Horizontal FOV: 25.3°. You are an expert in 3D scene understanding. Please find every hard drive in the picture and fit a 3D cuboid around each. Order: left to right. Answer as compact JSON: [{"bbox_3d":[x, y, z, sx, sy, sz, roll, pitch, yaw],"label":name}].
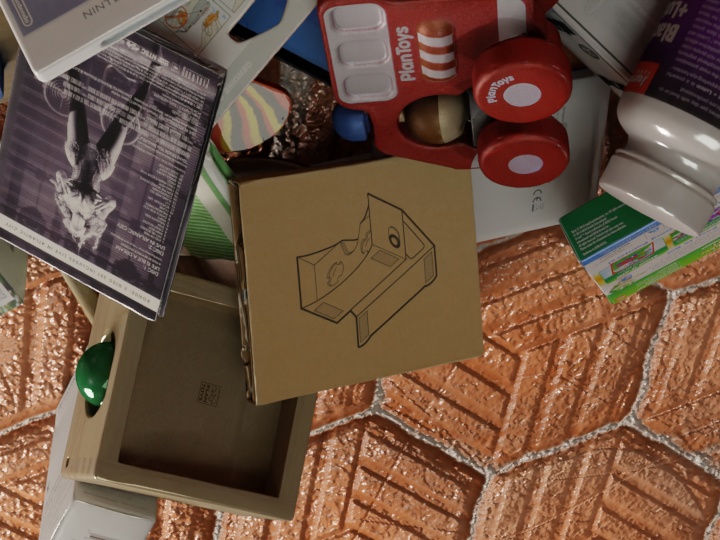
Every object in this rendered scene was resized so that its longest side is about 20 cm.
[{"bbox_3d":[0.102,-0.085,1.278,0.198,0.025,0.133,-12,125,-21],"label":"hard drive"}]

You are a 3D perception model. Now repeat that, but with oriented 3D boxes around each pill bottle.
[{"bbox_3d":[0.252,-0.131,1.146,0.111,0.111,0.201,27,91,-27],"label":"pill bottle"}]

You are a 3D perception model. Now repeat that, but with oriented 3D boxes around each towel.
[{"bbox_3d":[-0.172,-0.055,1.200,0.198,0.024,0.153,3,151,24],"label":"towel"}]

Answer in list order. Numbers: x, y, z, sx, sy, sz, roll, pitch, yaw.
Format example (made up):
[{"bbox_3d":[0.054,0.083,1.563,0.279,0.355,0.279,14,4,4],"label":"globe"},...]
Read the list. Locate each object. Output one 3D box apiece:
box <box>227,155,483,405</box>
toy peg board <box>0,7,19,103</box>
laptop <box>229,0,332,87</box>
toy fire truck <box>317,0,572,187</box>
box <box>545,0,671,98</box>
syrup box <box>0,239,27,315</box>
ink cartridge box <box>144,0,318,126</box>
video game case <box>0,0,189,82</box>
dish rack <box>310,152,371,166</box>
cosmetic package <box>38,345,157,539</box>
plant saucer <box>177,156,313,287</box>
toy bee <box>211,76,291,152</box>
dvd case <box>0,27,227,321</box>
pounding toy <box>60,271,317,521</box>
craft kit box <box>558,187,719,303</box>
[{"bbox_3d":[0.000,0.000,1.185,0.198,0.021,0.165,-10,102,-29],"label":"box"},{"bbox_3d":[-0.348,-0.166,1.118,0.198,0.098,0.200,-16,126,1],"label":"toy peg board"},{"bbox_3d":[0.026,-0.233,1.140,0.176,0.104,0.200,24,125,-26],"label":"laptop"},{"bbox_3d":[0.059,-0.137,1.109,0.166,0.113,0.201,-2,150,5],"label":"toy fire truck"},{"bbox_3d":[0.213,-0.197,1.207,0.199,0.060,0.117,35,87,-30],"label":"box"},{"bbox_3d":[-0.365,0.023,1.259,0.199,0.082,0.079,-28,124,9],"label":"syrup box"},{"bbox_3d":[-0.108,-0.215,1.082,0.173,0.044,0.200,41,93,1],"label":"ink cartridge box"},{"bbox_3d":[-0.171,-0.250,1.041,0.181,0.201,0.023,-29,166,2],"label":"video game case"},{"bbox_3d":[-0.010,0.003,1.340,0.170,0.044,0.201,-12,127,-3],"label":"dish rack"},{"bbox_3d":[-0.210,0.155,1.307,0.073,0.201,0.102,19,123,-19],"label":"cosmetic package"},{"bbox_3d":[-0.061,-0.013,1.265,0.198,0.035,0.202,9,129,11],"label":"plant saucer"},{"bbox_3d":[-0.155,-0.133,1.174,0.199,0.131,0.109,34,101,11],"label":"toy bee"},{"bbox_3d":[-0.177,-0.079,1.090,0.148,0.016,0.201,27,122,13],"label":"dvd case"},{"bbox_3d":[-0.148,0.077,1.215,0.198,0.142,0.186,15,78,-22],"label":"pounding toy"},{"bbox_3d":[0.268,-0.051,1.290,0.199,0.049,0.197,-29,160,9],"label":"craft kit box"}]
